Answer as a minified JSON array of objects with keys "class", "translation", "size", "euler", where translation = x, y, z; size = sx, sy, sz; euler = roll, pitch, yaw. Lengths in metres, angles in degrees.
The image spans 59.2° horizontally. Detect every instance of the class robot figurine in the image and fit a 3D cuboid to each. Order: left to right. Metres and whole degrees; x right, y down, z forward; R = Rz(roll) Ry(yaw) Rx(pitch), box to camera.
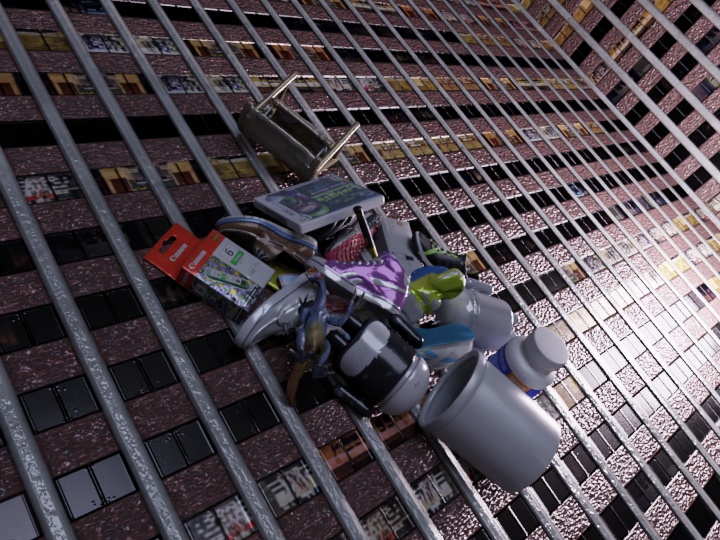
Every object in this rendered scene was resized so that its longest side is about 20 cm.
[{"class":"robot figurine","translation":[0.029,0.163,1.121],"size":[0.200,0.151,0.125],"euler":[40,24,2]},{"class":"robot figurine","translation":[0.239,0.103,1.334],"size":[0.198,0.113,0.171],"euler":[18,69,-24]}]

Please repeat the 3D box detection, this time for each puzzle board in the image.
[{"class":"puzzle board","translation":[-0.049,0.068,1.207],"size":[0.199,0.017,0.152],"euler":[-4,62,-37]}]

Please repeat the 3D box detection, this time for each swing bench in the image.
[{"class":"swing bench","translation":[-0.144,-0.303,1.405],"size":[0.199,0.130,0.200],"euler":[40,46,-1]}]

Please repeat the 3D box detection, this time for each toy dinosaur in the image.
[{"class":"toy dinosaur","translation":[-0.089,0.088,1.061],"size":[0.105,0.200,0.182],"euler":[32,27,-26]}]

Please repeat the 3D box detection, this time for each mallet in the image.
[{"class":"mallet","translation":[0.015,-0.043,1.257],"size":[0.041,0.065,0.201],"euler":[-49,127,-33]}]

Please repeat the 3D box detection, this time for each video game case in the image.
[{"class":"video game case","translation":[-0.084,-0.138,1.260],"size":[0.199,0.024,0.181],"euler":[-22,34,-31]}]

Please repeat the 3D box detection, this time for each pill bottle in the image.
[{"class":"pill bottle","translation":[0.305,0.197,1.233],"size":[0.111,0.200,0.113],"euler":[19,44,-20]}]

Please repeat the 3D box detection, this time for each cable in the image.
[{"class":"cable","translation":[-0.090,-0.119,1.290],"size":[0.162,0.051,0.200],"euler":[14,36,20]}]

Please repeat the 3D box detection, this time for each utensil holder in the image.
[{"class":"utensil holder","translation":[0.232,0.272,1.141],"size":[0.200,0.170,0.170],"euler":[39,41,-4]}]

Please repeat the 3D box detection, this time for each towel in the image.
[{"class":"towel","translation":[-0.147,0.011,1.207],"size":[0.199,0.018,0.086],"euler":[34,47,-8]}]

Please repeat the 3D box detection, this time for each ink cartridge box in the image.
[{"class":"ink cartridge box","translation":[-0.261,-0.009,1.105],"size":[0.199,0.050,0.109],"euler":[35,46,-6]}]

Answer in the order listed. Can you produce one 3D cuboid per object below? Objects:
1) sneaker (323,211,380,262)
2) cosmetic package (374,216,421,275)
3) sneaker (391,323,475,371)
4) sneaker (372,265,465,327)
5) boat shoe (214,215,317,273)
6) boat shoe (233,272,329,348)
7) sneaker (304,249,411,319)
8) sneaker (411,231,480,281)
[{"class":"sneaker","translation":[-0.027,-0.064,1.323],"size":[0.074,0.081,0.200],"euler":[18,33,18]},{"class":"cosmetic package","translation":[0.084,-0.023,1.379],"size":[0.082,0.051,0.201],"euler":[10,49,-31]},{"class":"sneaker","translation":[0.123,0.157,1.228],"size":[0.198,0.081,0.077],"euler":[-1,32,-12]},{"class":"sneaker","translation":[0.109,0.048,1.270],"size":[0.198,0.076,0.105],"euler":[-20,19,-8]},{"class":"boat shoe","translation":[-0.172,-0.044,1.168],"size":[0.198,0.072,0.073],"euler":[13,60,-21]},{"class":"boat shoe","translation":[-0.130,0.075,1.095],"size":[0.065,0.074,0.200],"euler":[41,57,11]},{"class":"sneaker","translation":[0.000,0.000,1.188],"size":[0.199,0.073,0.115],"euler":[27,73,-6]},{"class":"sneaker","translation":[0.195,-0.024,1.404],"size":[0.200,0.083,0.072],"euler":[46,23,-19]}]
